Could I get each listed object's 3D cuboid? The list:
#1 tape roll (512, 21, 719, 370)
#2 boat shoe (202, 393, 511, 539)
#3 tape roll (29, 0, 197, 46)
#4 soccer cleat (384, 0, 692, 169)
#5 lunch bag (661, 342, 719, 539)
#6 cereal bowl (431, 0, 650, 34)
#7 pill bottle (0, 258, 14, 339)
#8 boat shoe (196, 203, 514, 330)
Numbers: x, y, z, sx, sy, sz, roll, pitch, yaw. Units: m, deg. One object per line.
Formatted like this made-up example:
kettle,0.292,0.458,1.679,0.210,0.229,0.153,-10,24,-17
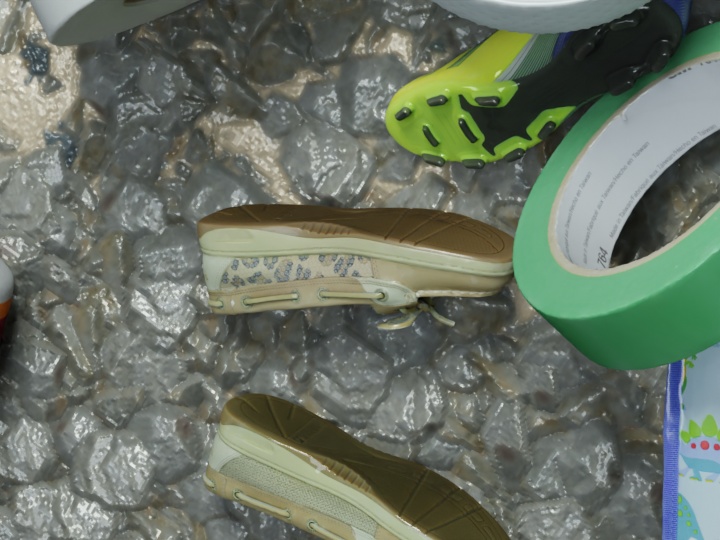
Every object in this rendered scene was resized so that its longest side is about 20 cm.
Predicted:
tape roll,0.169,-0.042,1.265,0.200,0.201,0.048,-38,117,20
boat shoe,-0.001,0.143,1.418,0.200,0.073,0.063,27,113,16
tape roll,-0.109,-0.227,1.328,0.202,0.203,0.140,-27,90,20
soccer cleat,0.100,-0.118,1.353,0.200,0.084,0.065,-24,124,36
lunch bag,0.249,0.103,1.296,0.169,0.127,0.201,3,90,18
cereal bowl,0.097,-0.210,1.277,0.199,0.083,0.201,-3,71,9
pill bottle,-0.287,0.080,1.481,0.113,0.113,0.201,21,104,15
boat shoe,0.000,0.000,1.399,0.199,0.073,0.063,6,106,29
